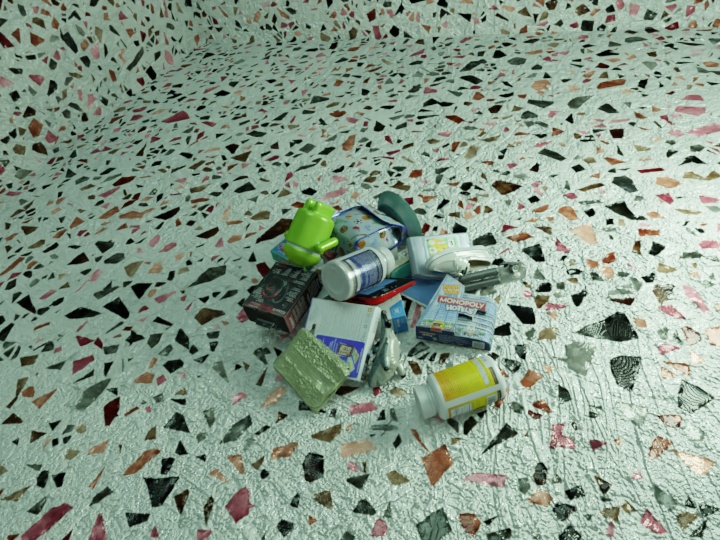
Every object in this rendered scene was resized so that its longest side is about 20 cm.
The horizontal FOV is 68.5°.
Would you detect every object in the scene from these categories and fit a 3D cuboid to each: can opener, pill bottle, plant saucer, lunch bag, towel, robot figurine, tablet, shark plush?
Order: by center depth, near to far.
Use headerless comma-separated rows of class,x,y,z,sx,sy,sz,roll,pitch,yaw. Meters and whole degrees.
pill bottle,0.228,0.280,1.242,0.199,0.109,0.109,-18,43,-5
towel,-0.130,0.252,1.365,0.200,0.036,0.149,39,89,32
shark plush,0.052,0.197,1.366,0.083,0.091,0.201,-17,70,34
pill bottle,0.000,0.000,1.436,0.111,0.111,0.200,27,35,35
robot figurine,-0.148,-0.100,1.511,0.175,0.116,0.201,22,91,41
can opener,0.383,0.015,1.539,0.199,0.054,0.067,-13,10,2
tablet,0.182,0.044,1.573,0.200,0.014,0.130,27,55,34
lunch bag,0.017,-0.120,1.592,0.200,0.124,0.170,-26,44,-29
plant saucer,0.112,-0.154,1.663,0.036,0.200,0.200,-35,47,-22

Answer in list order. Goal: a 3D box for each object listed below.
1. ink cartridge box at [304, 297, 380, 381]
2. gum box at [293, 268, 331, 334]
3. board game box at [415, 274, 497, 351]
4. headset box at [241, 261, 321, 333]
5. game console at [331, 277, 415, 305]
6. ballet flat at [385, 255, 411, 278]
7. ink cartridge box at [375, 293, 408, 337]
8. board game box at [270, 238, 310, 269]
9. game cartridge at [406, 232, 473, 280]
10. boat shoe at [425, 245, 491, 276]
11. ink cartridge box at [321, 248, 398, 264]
ink cartridge box,-0.061,0.180,1.404,0.199,0.043,0.199,7,74,27
gum box,-0.150,0.088,1.571,0.200,0.066,0.113,-38,49,-24
board game box,0.269,0.107,1.439,0.199,0.062,0.200,8,49,16
headset box,-0.224,0.081,1.493,0.148,0.075,0.200,13,50,25
game console,0.029,0.051,1.494,0.200,0.031,0.177,3,23,45
ballet flat,0.159,-0.028,1.602,0.199,0.070,0.070,-22,43,-15
ink cartridge box,0.024,0.128,1.485,0.199,0.067,0.116,-13,42,1
board game box,-0.180,-0.086,1.780,0.152,0.045,0.200,25,56,34
game cartridge,0.241,-0.040,1.562,0.199,0.040,0.134,-6,79,-15
boat shoe,0.283,-0.019,1.505,0.199,0.071,0.070,-8,53,-22
ink cartridge box,-0.001,-0.045,1.663,0.200,0.083,0.146,-31,45,-18
